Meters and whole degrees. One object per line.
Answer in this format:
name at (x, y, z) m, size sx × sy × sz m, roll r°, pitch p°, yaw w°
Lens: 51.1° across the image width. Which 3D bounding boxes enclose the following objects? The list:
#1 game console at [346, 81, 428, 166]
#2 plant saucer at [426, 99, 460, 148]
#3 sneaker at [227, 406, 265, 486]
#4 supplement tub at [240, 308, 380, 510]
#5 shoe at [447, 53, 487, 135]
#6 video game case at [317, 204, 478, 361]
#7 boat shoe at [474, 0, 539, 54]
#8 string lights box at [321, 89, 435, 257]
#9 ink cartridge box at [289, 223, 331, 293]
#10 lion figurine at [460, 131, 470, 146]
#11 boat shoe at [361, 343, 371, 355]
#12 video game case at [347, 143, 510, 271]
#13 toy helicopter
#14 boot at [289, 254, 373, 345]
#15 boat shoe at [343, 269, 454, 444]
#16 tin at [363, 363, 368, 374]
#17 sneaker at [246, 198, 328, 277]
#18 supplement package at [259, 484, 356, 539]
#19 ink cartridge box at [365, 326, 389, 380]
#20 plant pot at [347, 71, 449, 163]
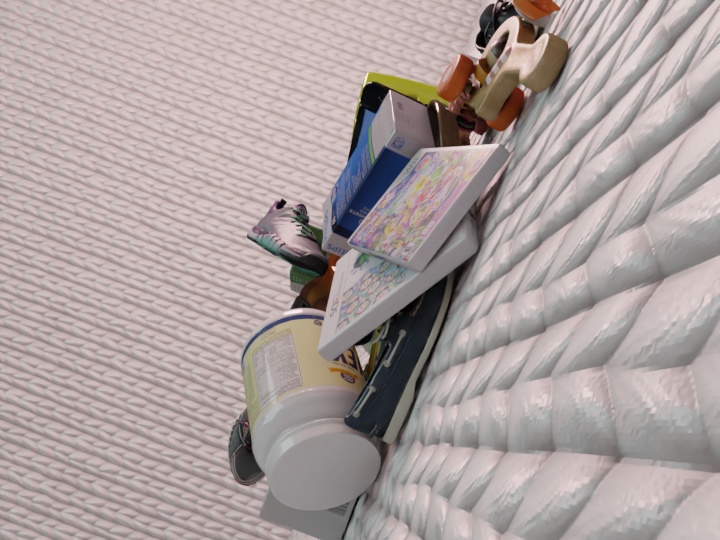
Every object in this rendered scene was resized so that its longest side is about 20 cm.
game console at (0.031, -0.162, 1.159) m, size 0.119 × 0.172 × 0.201 m, roll -33°, pitch -35°, yaw -49°
plant saucer at (0.099, -0.114, 0.955) m, size 0.200 × 0.029 × 0.202 m, roll -178°, pitch 90°, yaw -86°
sneaker at (-0.134, 0.205, 1.033) m, size 0.075 × 0.080 × 0.201 m, roll -80°, pitch 11°, yaw -79°
supplement tub at (-0.059, 0.156, 0.871) m, size 0.201 × 0.144 × 0.146 m, roll -111°, pitch 35°, yaw -51°
shoe at (0.147, -0.217, 0.948) m, size 0.200 × 0.071 × 0.092 m, roll -53°, pitch -17°, yaw -72°
video game case at (0.040, -0.015, 0.796) m, size 0.200 × 0.024 × 0.182 m, roll -38°, pitch 20°, yaw 24°
boat shoe at (0.171, -0.286, 0.887) m, size 0.199 × 0.066 × 0.075 m, roll -71°, pitch 3°, yaw -79°
string lights box at (0.016, -0.119, 0.976) m, size 0.200 × 0.059 × 0.103 m, roll -56°, pitch 23°, yaw 35°
ink cartridge box at (-0.008, 0.012, 1.201) m, size 0.145 × 0.199 × 0.088 m, roll 115°, pitch 173°, yaw -76°
lion figurine at (0.117, -0.120, 1.123) m, size 0.122 × 0.072 × 0.202 m, roll 165°, pitch 113°, yaw -74°
boat shoe at (0.037, 0.099, 1.156) m, size 0.062 × 0.073 × 0.200 m, roll -45°, pitch -8°, yaw -14°
video game case at (0.062, -0.071, 0.787) m, size 0.144 × 0.018 × 0.200 m, roll -52°, pitch 18°, yaw -5°
toy helicopter at (0.147, -0.197, 0.683) m, size 0.133 × 0.078 × 0.200 m, roll -61°, pitch 12°, yaw 11°
boot at (0.000, 0.000, 1.047) m, size 0.201 × 0.068 × 0.188 m, roll -58°, pitch 23°, yaw -14°
boat shoe at (0.040, 0.073, 0.769) m, size 0.075 × 0.061 × 0.201 m, roll -47°, pitch -22°, yaw -88°
tin at (-0.009, 0.246, 1.188) m, size 0.112 × 0.042 × 0.201 m, roll -97°, pitch 27°, yaw -81°
sneaker at (-0.097, -0.057, 1.092) m, size 0.200 × 0.074 × 0.088 m, roll 27°, pitch 84°, yaw 52°
supplement package at (-0.054, 0.260, 1.025) m, size 0.200 × 0.109 × 0.115 m, roll -70°, pitch 1°, yaw -81°
ink cartridge box at (0.046, 0.050, 0.909) m, size 0.198 × 0.047 × 0.202 m, roll 106°, pitch 174°, yaw -78°
plant pot at (0.071, -0.205, 1.345) m, size 0.201 × 0.197 × 0.182 m, roll 102°, pitch -177°, yaw -48°
